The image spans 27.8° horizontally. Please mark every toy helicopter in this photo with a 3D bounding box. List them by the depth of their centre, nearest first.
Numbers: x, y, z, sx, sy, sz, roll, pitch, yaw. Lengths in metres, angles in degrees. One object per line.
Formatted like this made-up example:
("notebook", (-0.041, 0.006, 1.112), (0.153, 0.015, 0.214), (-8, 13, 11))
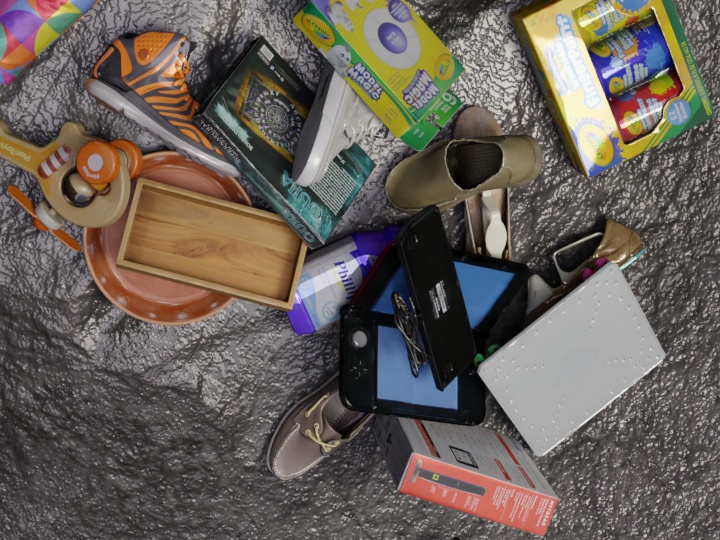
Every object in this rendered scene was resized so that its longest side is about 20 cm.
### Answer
("toy helicopter", (-0.345, -0.106, 1.589), (0.199, 0.079, 0.133), (25, 102, 10))

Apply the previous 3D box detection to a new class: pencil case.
("pencil case", (-0.344, -0.286, 1.549), (0.200, 0.088, 0.089), (-40, 105, 2))

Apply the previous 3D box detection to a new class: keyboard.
("keyboard", (0.068, 0.035, 1.596), (0.104, 0.039, 0.201), (-38, 122, -39))

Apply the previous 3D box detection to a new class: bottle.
("bottle", (0.000, 0.000, 1.672), (0.199, 0.065, 0.084), (-24, 112, -1))

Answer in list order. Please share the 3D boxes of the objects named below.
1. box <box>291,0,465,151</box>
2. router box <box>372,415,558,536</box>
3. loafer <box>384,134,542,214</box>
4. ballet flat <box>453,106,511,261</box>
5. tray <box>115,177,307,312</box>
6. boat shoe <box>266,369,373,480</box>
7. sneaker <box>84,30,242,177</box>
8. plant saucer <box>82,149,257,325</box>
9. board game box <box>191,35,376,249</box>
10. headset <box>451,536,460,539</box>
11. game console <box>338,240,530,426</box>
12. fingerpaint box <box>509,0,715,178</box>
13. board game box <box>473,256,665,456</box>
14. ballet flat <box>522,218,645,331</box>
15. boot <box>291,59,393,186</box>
("box", (0.030, -0.235, 1.582), (0.200, 0.048, 0.117), (48, 49, -9))
("router box", (0.116, 0.222, 1.673), (0.178, 0.200, 0.049), (19, 100, -12))
("loafer", (0.103, -0.114, 1.615), (0.199, 0.067, 0.077), (-17, 74, 33))
("ballet flat", (0.148, -0.087, 1.670), (0.067, 0.067, 0.202), (-10, 105, -5))
("tray", (-0.162, -0.027, 1.609), (0.198, 0.037, 0.100), (15, 80, -7))
("boat shoe", (-0.035, 0.176, 1.714), (0.200, 0.060, 0.072), (-44, 106, 4))
("sneaker", (-0.191, -0.191, 1.580), (0.199, 0.078, 0.113), (33, 86, -7))
("plant saucer", (-0.215, -0.038, 1.652), (0.198, 0.032, 0.202), (-2, 104, -6))
("board game box", (-0.081, -0.140, 1.597), (0.200, 0.028, 0.136), (47, 53, -20))
("headset", (0.126, 0.417, 1.778), (0.122, 0.094, 0.202), (-10, 116, -6))
("game console", (0.087, 0.075, 1.641), (0.199, 0.118, 0.174), (11, 71, -30))
("fingerpaint box", (0.286, -0.233, 1.649), (0.166, 0.073, 0.201), (-25, 106, -1))
("board game box", (0.246, 0.103, 1.703), (0.199, 0.026, 0.200), (-38, 133, -1))
("ballet flat", (0.245, 0.014, 1.715), (0.200, 0.068, 0.072), (-44, 85, 5))
("boot", (-0.005, -0.165, 1.589), (0.095, 0.073, 0.201), (26, 63, -16))
